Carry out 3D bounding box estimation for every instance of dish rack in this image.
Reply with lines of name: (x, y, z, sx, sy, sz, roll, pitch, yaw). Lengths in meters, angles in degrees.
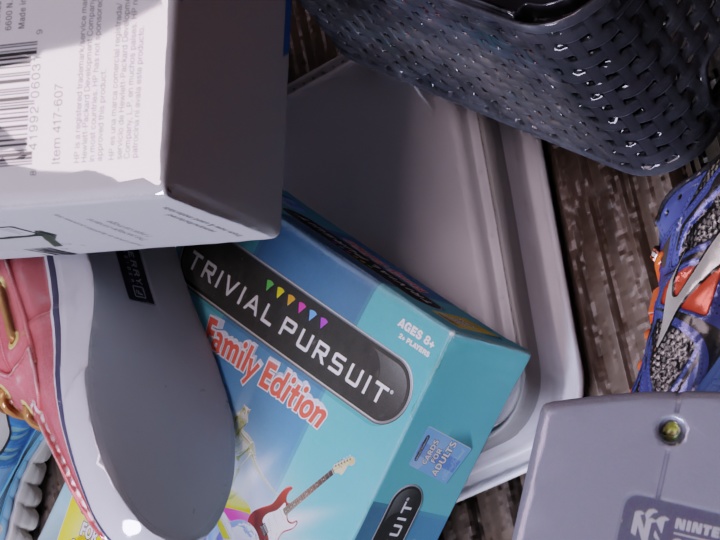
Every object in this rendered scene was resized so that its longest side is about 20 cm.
dish rack: (0.000, 0.000, 1.126, 0.172, 0.044, 0.200, -26, 62, 35)

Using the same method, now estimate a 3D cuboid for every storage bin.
storage bin: (0.063, -0.135, 1.043, 0.200, 0.094, 0.135, 26, 74, 45)

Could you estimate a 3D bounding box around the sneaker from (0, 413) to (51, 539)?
sneaker: (-0.169, 0.049, 1.235, 0.078, 0.090, 0.200, 15, 87, 44)

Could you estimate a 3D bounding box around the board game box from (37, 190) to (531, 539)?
board game box: (-0.041, 0.083, 1.079, 0.151, 0.047, 0.200, 33, 102, 43)

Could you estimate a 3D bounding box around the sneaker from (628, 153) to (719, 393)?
sneaker: (0.130, 0.011, 0.982, 0.078, 0.075, 0.200, 33, 92, 38)

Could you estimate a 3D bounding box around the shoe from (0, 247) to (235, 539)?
shoe: (-0.111, 0.038, 1.080, 0.091, 0.071, 0.200, -40, 49, 32)

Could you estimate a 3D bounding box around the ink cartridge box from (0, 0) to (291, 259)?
ink cartridge box: (-0.131, -0.082, 1.029, 0.200, 0.084, 0.146, -3, 78, 28)

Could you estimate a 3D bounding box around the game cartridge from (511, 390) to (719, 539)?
game cartridge: (0.144, 0.109, 0.894, 0.200, 0.041, 0.133, 13, 89, 5)
